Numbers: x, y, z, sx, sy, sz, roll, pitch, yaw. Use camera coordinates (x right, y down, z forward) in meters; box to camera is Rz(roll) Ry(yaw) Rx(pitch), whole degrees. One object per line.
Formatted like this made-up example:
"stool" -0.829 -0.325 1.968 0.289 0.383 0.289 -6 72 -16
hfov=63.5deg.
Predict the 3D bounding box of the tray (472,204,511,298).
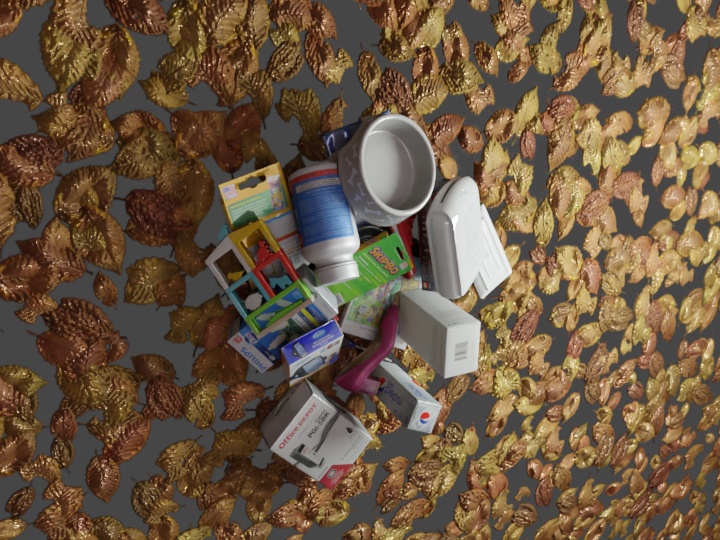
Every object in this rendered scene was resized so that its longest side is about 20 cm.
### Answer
"tray" 0.286 -0.039 1.343 0.106 0.022 0.203 -37 118 -11

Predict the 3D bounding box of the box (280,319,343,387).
"box" -0.095 0.161 1.126 0.116 0.201 0.042 -27 74 -16

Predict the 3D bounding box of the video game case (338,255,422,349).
"video game case" 0.060 0.056 1.258 0.178 0.022 0.206 18 96 -30

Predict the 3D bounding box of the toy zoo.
"toy zoo" -0.187 0.004 1.032 0.129 0.021 0.203 -31 99 12

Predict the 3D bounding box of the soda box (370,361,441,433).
"soda box" 0.086 0.262 1.230 0.067 0.199 0.065 18 98 -29

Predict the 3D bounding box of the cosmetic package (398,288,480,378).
"cosmetic package" 0.156 0.122 1.199 0.082 0.200 0.112 -8 113 -21

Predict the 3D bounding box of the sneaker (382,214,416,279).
"sneaker" 0.100 -0.095 1.188 0.113 0.078 0.206 -25 104 -19

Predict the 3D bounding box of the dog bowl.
"dog bowl" 0.055 -0.186 1.050 0.195 0.058 0.208 2 87 -34

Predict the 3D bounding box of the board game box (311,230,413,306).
"board game box" 0.000 0.000 1.134 0.195 0.030 0.097 -25 125 11

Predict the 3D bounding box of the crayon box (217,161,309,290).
"crayon box" -0.181 -0.086 1.078 0.123 0.051 0.206 -23 115 -19

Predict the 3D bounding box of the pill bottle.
"pill bottle" -0.062 -0.080 1.055 0.109 0.112 0.208 -10 85 -22

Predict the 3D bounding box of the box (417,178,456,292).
"box" 0.167 -0.077 1.224 0.136 0.039 0.207 -34 124 -51

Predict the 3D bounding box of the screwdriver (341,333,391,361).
"screwdriver" -0.004 0.170 1.265 0.029 0.028 0.198 -38 131 23

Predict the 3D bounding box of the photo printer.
"photo printer" 0.191 -0.074 1.158 0.167 0.067 0.206 -49 135 -46

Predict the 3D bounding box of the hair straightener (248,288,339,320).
"hair straightener" -0.139 0.088 1.152 0.196 0.041 0.079 27 92 -26

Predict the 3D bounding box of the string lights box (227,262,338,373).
"string lights box" -0.148 0.092 1.105 0.198 0.059 0.103 -39 117 12

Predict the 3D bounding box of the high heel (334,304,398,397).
"high heel" 0.016 0.162 1.233 0.093 0.067 0.206 18 99 -8

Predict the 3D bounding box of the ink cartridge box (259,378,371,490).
"ink cartridge box" -0.094 0.346 1.233 0.148 0.083 0.199 -50 120 -4

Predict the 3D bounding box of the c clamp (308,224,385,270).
"c clamp" -0.019 -0.002 1.163 0.196 0.027 0.173 -29 124 10

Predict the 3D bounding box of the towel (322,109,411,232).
"towel" 0.018 -0.183 1.111 0.142 0.024 0.207 -17 99 4
